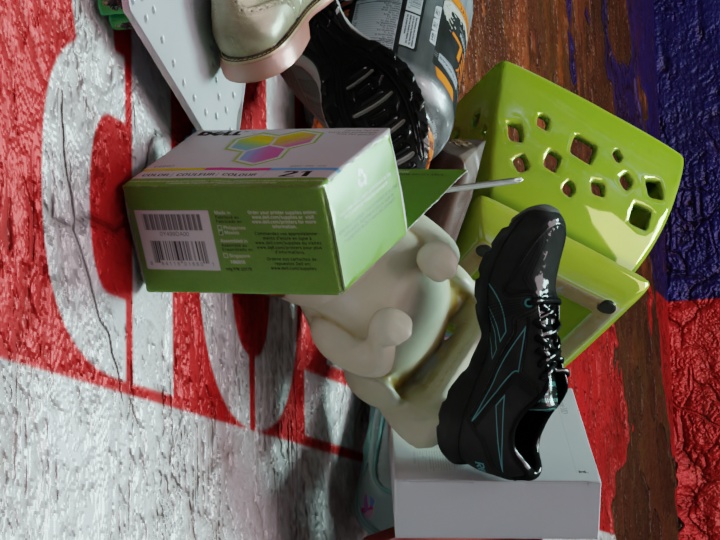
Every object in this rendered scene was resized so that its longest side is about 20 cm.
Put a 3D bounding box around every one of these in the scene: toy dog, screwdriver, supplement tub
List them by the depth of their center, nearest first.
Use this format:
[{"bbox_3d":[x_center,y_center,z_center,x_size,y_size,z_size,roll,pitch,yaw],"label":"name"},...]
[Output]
[{"bbox_3d":[0.000,0.000,1.606,0.140,0.194,0.200,-48,133,-4],"label":"toy dog"},{"bbox_3d":[0.037,-0.056,1.714,0.029,0.199,0.028,-112,-156,-45],"label":"screwdriver"},{"bbox_3d":[0.022,-0.162,1.778,0.123,0.122,0.201,70,23,-43],"label":"supplement tub"}]

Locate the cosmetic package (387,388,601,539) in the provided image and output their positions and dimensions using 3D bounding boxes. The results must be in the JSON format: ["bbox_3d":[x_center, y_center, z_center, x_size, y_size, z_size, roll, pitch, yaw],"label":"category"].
[{"bbox_3d":[0.097,0.143,1.676,0.200,0.150,0.052,-91,180,-73],"label":"cosmetic package"}]

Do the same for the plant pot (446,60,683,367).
[{"bbox_3d":[0.142,-0.027,1.910,0.200,0.198,0.182,-48,-158,46],"label":"plant pot"}]

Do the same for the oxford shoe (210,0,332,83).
[{"bbox_3d":[-0.056,-0.212,1.527,0.200,0.070,0.074,-74,152,-51],"label":"oxford shoe"}]

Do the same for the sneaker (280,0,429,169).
[{"bbox_3d":[-0.011,-0.137,1.623,0.200,0.074,0.079,54,-10,27],"label":"sneaker"}]

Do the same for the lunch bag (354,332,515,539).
[{"bbox_3d":[0.077,0.144,1.835,0.201,0.159,0.077,-78,180,-46],"label":"lunch bag"}]

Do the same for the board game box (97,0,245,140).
[{"bbox_3d":[-0.118,-0.198,1.477,0.200,0.026,0.201,61,30,-55],"label":"board game box"}]

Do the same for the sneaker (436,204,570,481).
[{"bbox_3d":[0.119,0.054,1.566,0.075,0.079,0.201,-3,112,-49],"label":"sneaker"}]

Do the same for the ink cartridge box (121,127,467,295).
[{"bbox_3d":[-0.039,-0.058,1.430,0.200,0.147,0.076,-44,129,-53],"label":"ink cartridge box"}]

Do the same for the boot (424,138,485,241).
[{"bbox_3d":[0.056,-0.013,1.759,0.201,0.064,0.186,-67,-163,4],"label":"boot"}]

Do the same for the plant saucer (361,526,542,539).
[{"bbox_3d":[0.053,0.259,1.702,0.199,0.037,0.201,-14,127,-41],"label":"plant saucer"}]
